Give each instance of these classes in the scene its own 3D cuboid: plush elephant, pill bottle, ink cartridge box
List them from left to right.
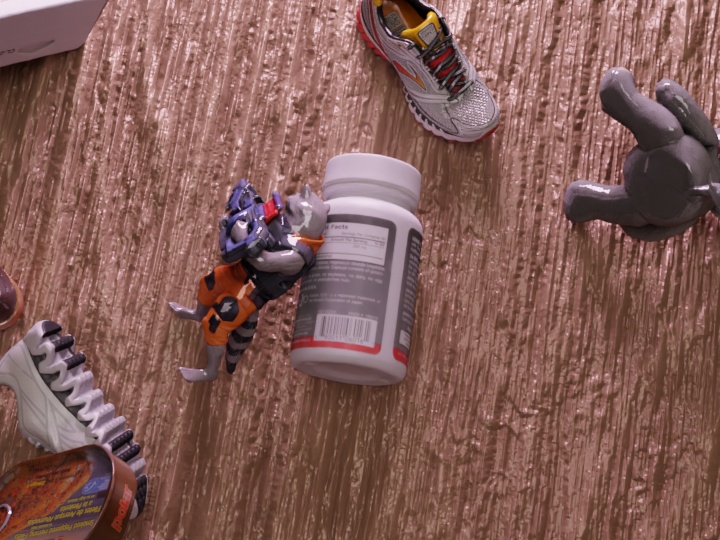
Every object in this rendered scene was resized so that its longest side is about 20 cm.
[{"bbox_3d":[-0.360,-0.312,1.274,0.145,0.083,0.201,-26,78,-45],"label":"ink cartridge box"},{"bbox_3d":[0.000,0.000,1.246,0.112,0.114,0.203,9,75,-3],"label":"pill bottle"},{"bbox_3d":[0.329,-0.109,1.297,0.198,0.154,0.167,24,117,33],"label":"plush elephant"}]

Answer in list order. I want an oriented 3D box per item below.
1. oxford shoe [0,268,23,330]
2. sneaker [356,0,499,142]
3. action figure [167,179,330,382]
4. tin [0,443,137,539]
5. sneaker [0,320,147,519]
[{"bbox_3d":[-0.403,-0.026,1.234,0.199,0.073,0.072,37,76,4],"label":"oxford shoe"},{"bbox_3d":[0.067,-0.214,1.322,0.078,0.082,0.200,-40,84,-13],"label":"sneaker"},{"bbox_3d":[-0.100,-0.006,1.230,0.104,0.201,0.194,38,107,-18],"label":"action figure"},{"bbox_3d":[-0.272,0.218,1.139,0.042,0.198,0.113,44,46,-32],"label":"tin"},{"bbox_3d":[-0.268,0.149,1.213,0.081,0.075,0.201,-33,83,8],"label":"sneaker"}]
